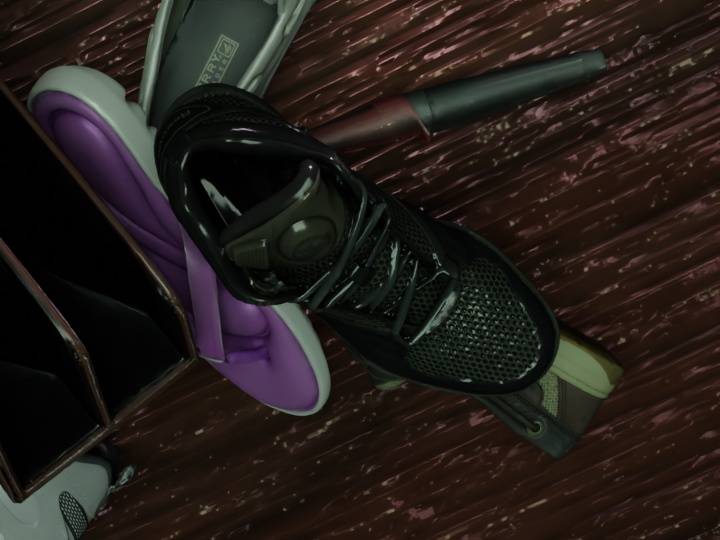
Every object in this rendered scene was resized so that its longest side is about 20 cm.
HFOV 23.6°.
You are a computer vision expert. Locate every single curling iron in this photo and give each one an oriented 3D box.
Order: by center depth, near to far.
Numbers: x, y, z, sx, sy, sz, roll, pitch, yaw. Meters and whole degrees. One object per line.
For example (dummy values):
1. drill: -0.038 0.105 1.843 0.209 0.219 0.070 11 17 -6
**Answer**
1. curling iron: 0.023 -0.068 0.797 0.198 0.050 0.026 -16 108 -13

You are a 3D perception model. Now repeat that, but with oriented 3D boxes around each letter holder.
1. letter holder: -0.168 -0.028 0.699 0.100 0.142 0.200 -37 74 -15

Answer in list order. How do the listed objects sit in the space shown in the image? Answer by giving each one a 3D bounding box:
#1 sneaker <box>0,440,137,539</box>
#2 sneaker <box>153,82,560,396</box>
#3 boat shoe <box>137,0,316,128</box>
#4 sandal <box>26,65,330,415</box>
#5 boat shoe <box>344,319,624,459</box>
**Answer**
1. sneaker: -0.195 0.053 0.823 0.200 0.078 0.140 41 94 -9
2. sneaker: 0.000 0.000 0.711 0.199 0.114 0.076 36 100 -11
3. boat shoe: -0.053 -0.139 0.792 0.071 0.066 0.201 28 97 0
4. sandal: -0.092 -0.001 0.790 0.203 0.082 0.050 53 54 -19
5. boat shoe: 0.024 0.026 0.805 0.199 0.072 0.067 25 92 -5
